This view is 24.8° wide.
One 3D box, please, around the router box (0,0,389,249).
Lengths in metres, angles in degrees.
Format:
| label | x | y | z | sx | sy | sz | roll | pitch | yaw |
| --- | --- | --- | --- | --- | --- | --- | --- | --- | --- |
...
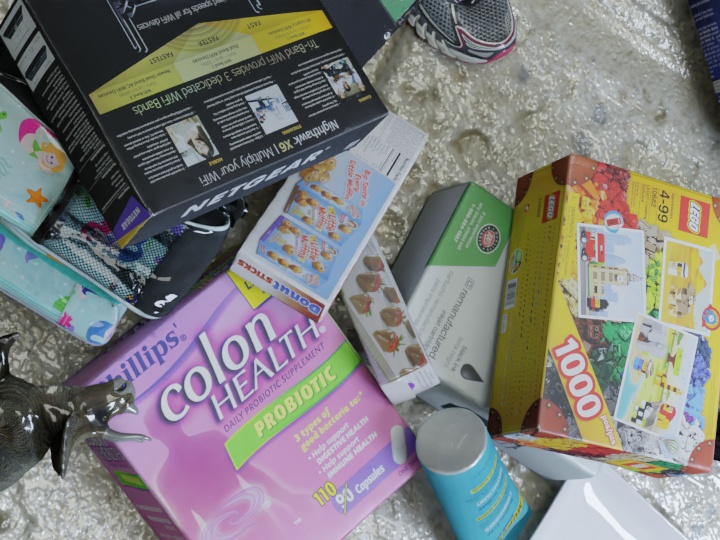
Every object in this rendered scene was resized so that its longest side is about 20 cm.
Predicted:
| label | x | y | z | sx | sy | sz | roll | pitch | yaw |
| --- | --- | --- | --- | --- | --- | --- | --- | --- | --- |
| router box | -0.101 | -0.123 | 1.019 | 0.199 | 0.052 | 0.158 | -26 | 82 | -37 |

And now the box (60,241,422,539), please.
| label | x | y | z | sx | sy | sz | roll | pitch | yaw |
| --- | --- | --- | --- | --- | --- | --- | --- | --- | --- |
| box | -0.083 | 0.109 | 1.149 | 0.176 | 0.097 | 0.201 | -39 | 99 | -20 |

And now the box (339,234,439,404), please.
| label | x | y | z | sx | sy | sz | roll | pitch | yaw |
| --- | --- | --- | --- | --- | --- | --- | --- | --- | --- |
| box | 0.000 | 0.000 | 1.168 | 0.038 | 0.041 | 0.201 | -25 | 62 | 2 |

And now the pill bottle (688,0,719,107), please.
| label | x | y | z | sx | sy | sz | roll | pitch | yaw |
| --- | --- | --- | --- | --- | --- | --- | --- | --- | --- |
| pill bottle | 0.331 | -0.208 | 1.339 | 0.111 | 0.112 | 0.201 | -18 | 92 | -22 |

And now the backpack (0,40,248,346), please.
| label | x | y | z | sx | sy | sz | roll | pitch | yaw |
| --- | --- | --- | --- | --- | --- | --- | --- | --- | --- |
| backpack | -0.193 | -0.060 | 1.077 | 0.200 | 0.178 | 0.151 | 38 | 103 | -14 |

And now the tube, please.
| label | x | y | z | sx | sy | sz | roll | pitch | yaw |
| --- | --- | --- | --- | --- | --- | --- | --- | --- | --- |
| tube | 0.086 | 0.167 | 1.188 | 0.050 | 0.200 | 0.078 | 31 | 72 | 31 |

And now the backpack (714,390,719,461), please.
| label | x | y | z | sx | sy | sz | roll | pitch | yaw |
| --- | --- | --- | --- | --- | --- | --- | --- | --- | --- |
| backpack | 0.321 | 0.081 | 1.260 | 0.182 | 0.200 | 0.148 | 17 | 79 | -19 |

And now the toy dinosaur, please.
| label | x | y | z | sx | sy | sz | roll | pitch | yaw |
| --- | --- | --- | --- | --- | --- | --- | --- | --- | --- |
| toy dinosaur | -0.244 | 0.105 | 1.044 | 0.199 | 0.077 | 0.103 | -23 | 96 | 17 |

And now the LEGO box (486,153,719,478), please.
| label | x | y | z | sx | sy | sz | roll | pitch | yaw |
| --- | --- | --- | --- | --- | --- | --- | --- | --- | --- |
| LEGO box | 0.183 | 0.036 | 1.181 | 0.148 | 0.077 | 0.202 | 14 | 74 | -22 |

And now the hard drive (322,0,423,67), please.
| label | x | y | z | sx | sy | sz | roll | pitch | yaw |
| --- | --- | --- | --- | --- | --- | --- | --- | --- | --- |
| hard drive | -0.047 | -0.182 | 1.168 | 0.200 | 0.038 | 0.140 | -48 | 138 | -5 |

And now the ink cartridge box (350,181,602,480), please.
| label | x | y | z | sx | sy | sz | roll | pitch | yaw |
| --- | --- | --- | --- | --- | --- | --- | --- | --- | --- |
| ink cartridge box | 0.115 | 0.049 | 1.242 | 0.199 | 0.083 | 0.147 | 32 | 74 | -16 |

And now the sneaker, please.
| label | x | y | z | sx | sy | sz | roll | pitch | yaw |
| --- | --- | --- | --- | --- | --- | --- | --- | --- | --- |
| sneaker | 0.058 | -0.249 | 1.252 | 0.080 | 0.075 | 0.201 | -36 | 99 | -21 |

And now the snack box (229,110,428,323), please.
| label | x | y | z | sx | sy | sz | roll | pitch | yaw |
| --- | --- | --- | --- | --- | --- | --- | --- | --- | --- |
| snack box | -0.018 | -0.051 | 1.147 | 0.072 | 0.024 | 0.200 | 32 | 46 | -1 |

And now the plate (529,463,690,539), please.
| label | x | y | z | sx | sy | sz | roll | pitch | yaw |
| --- | --- | --- | --- | --- | --- | --- | --- | --- | --- |
| plate | 0.188 | 0.278 | 1.277 | 0.200 | 0.032 | 0.200 | 41 | 71 | -13 |
